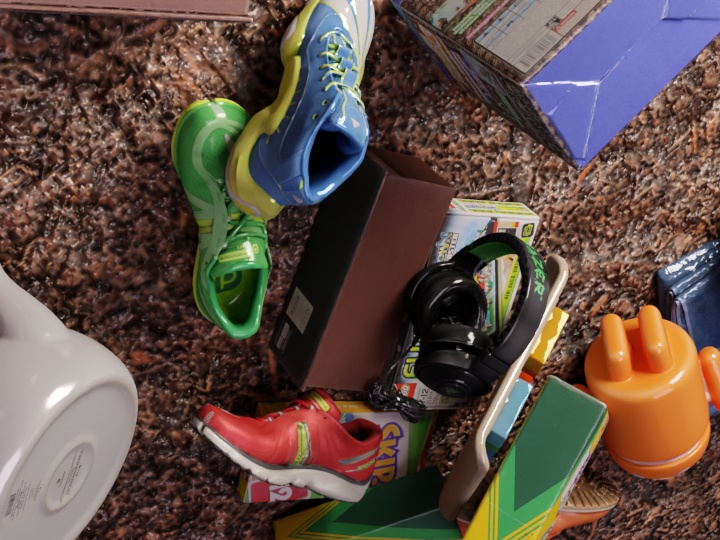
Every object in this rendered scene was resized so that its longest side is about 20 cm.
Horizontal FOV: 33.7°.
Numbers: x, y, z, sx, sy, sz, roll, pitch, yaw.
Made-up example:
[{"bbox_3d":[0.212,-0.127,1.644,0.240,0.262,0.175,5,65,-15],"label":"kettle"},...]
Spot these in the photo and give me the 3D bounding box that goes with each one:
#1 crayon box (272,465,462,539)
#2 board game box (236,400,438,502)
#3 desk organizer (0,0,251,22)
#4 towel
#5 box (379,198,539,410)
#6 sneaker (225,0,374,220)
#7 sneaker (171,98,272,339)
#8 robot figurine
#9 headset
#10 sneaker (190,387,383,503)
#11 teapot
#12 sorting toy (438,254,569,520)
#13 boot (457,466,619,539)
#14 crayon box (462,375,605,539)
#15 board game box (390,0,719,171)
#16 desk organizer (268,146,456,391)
[{"bbox_3d":[0.024,0.302,1.169,0.170,0.059,0.202,-19,127,0],"label":"crayon box"},{"bbox_3d":[-0.014,0.169,1.123,0.198,0.030,0.097,1,116,-32],"label":"board game box"},{"bbox_3d":[-0.170,-0.214,0.780,0.197,0.072,0.078,-3,117,-27],"label":"desk organizer"},{"bbox_3d":[0.374,0.066,1.263,0.111,0.049,0.202,-29,126,-13],"label":"towel"},{"bbox_3d":[0.085,0.034,1.093,0.109,0.035,0.203,1,116,-29],"label":"box"},{"bbox_3d":[-0.018,-0.124,0.870,0.076,0.104,0.202,35,73,-41],"label":"sneaker"},{"bbox_3d":[-0.097,-0.037,0.921,0.073,0.084,0.202,-16,123,-19],"label":"sneaker"},{"bbox_3d":[0.295,0.130,1.212,0.143,0.116,0.202,-37,129,-18],"label":"robot figurine"},{"bbox_3d":[0.083,0.058,0.980,0.093,0.125,0.199,32,124,-31],"label":"headset"},{"bbox_3d":[-0.061,0.136,1.029,0.199,0.077,0.086,23,94,-41],"label":"sneaker"},{"bbox_3d":[-0.271,0.122,0.883,0.201,0.145,0.198,-57,161,-25],"label":"teapot"},{"bbox_3d":[0.129,0.109,1.038,0.186,0.036,0.202,102,14,-64],"label":"sorting toy"},{"bbox_3d":[0.176,0.261,1.255,0.197,0.075,0.109,-3,122,-18],"label":"boot"},{"bbox_3d":[0.160,0.192,1.076,0.174,0.058,0.200,-62,164,-3],"label":"crayon box"},{"bbox_3d":[0.144,-0.196,0.890,0.159,0.200,0.097,-43,129,1],"label":"board game box"},{"bbox_3d":[0.000,0.000,1.006,0.076,0.072,0.202,8,112,-35],"label":"desk organizer"}]
